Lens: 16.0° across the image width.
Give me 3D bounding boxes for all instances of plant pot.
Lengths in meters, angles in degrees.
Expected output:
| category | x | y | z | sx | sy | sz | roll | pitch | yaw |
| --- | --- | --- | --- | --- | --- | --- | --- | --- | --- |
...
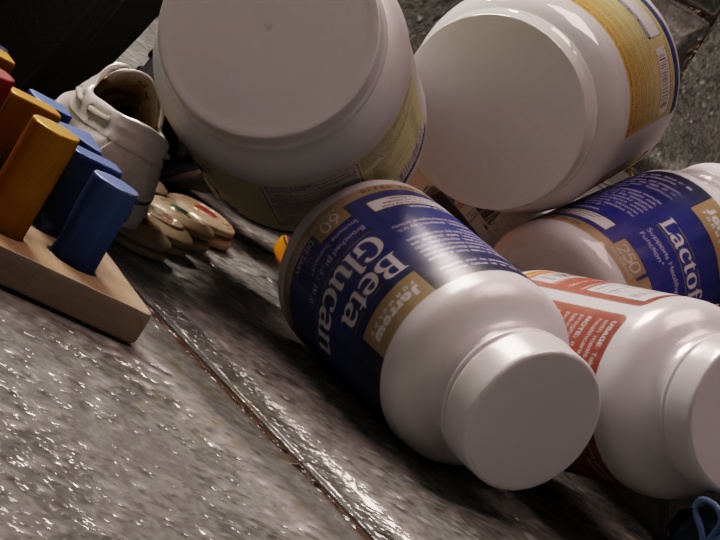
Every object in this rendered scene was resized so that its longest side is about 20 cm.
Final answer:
| category | x | y | z | sx | sy | sz | roll | pitch | yaw |
| --- | --- | --- | --- | --- | --- | --- | --- | --- | --- |
| plant pot | -0.223 | -0.217 | 1.701 | 0.200 | 0.178 | 0.200 | 32 | 8 | 2 |

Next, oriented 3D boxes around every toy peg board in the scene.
| category | x | y | z | sx | sy | sz | roll | pitch | yaw |
| --- | --- | --- | --- | --- | --- | --- | --- | --- | --- |
| toy peg board | -0.195 | -0.078 | 1.268 | 0.199 | 0.098 | 0.200 | 26 | 10 | -29 |

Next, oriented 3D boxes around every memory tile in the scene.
| category | x | y | z | sx | sy | sz | roll | pitch | yaw |
| --- | --- | --- | --- | --- | --- | --- | --- | --- | --- |
| memory tile | -0.158 | -0.055 | 1.539 | 0.153 | 0.017 | 0.200 | 32 | 9 | 8 |

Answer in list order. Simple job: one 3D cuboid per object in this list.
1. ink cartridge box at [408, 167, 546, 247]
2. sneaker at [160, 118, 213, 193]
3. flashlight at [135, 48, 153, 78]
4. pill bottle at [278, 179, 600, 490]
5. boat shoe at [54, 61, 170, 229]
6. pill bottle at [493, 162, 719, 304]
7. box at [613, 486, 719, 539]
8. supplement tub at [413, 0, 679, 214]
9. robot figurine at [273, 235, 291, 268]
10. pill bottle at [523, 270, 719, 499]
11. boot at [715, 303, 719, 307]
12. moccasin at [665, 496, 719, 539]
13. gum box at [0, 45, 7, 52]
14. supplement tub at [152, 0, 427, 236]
| category | x | y | z | sx | sy | sz | roll | pitch | yaw |
| --- | --- | --- | --- | --- | --- | --- | --- | --- | --- |
| ink cartridge box | 0.091 | -0.026 | 1.798 | 0.200 | 0.084 | 0.144 | 53 | 10 | 2 |
| sneaker | -0.071 | -0.098 | 1.647 | 0.140 | 0.200 | 0.078 | 0 | 69 | -61 |
| flashlight | -0.075 | -0.077 | 1.781 | 0.200 | 0.068 | 0.068 | 30 | 9 | 0 |
| pill bottle | 0.044 | 0.037 | 1.392 | 0.111 | 0.111 | 0.200 | 25 | 10 | -37 |
| boat shoe | -0.139 | -0.084 | 1.477 | 0.071 | 0.070 | 0.200 | 29 | 10 | -12 |
| pill bottle | 0.179 | -0.001 | 1.667 | 0.116 | 0.116 | 0.200 | 35 | 37 | 27 |
| box | 0.231 | 0.105 | 1.602 | 0.158 | 0.048 | 0.200 | -5 | 18 | -11 |
| supplement tub | 0.115 | -0.115 | 1.651 | 0.144 | 0.145 | 0.200 | 33 | 21 | 12 |
| robot figurine | 0.000 | 0.000 | 1.631 | 0.145 | 0.058 | 0.200 | 30 | 9 | -11 |
| pill bottle | 0.150 | 0.066 | 1.428 | 0.112 | 0.112 | 0.200 | 25 | -7 | -33 |
| boot | 0.253 | 0.068 | 1.494 | 0.166 | 0.073 | 0.200 | 10 | 6 | 0 |
| moccasin | 0.193 | 0.162 | 1.367 | 0.068 | 0.081 | 0.200 | 26 | -6 | 2 |
| gum box | -0.324 | -0.164 | 1.500 | 0.170 | 0.045 | 0.200 | 33 | 10 | 16 |
| supplement tub | -0.039 | -0.108 | 1.469 | 0.145 | 0.145 | 0.200 | 33 | -7 | 12 |
